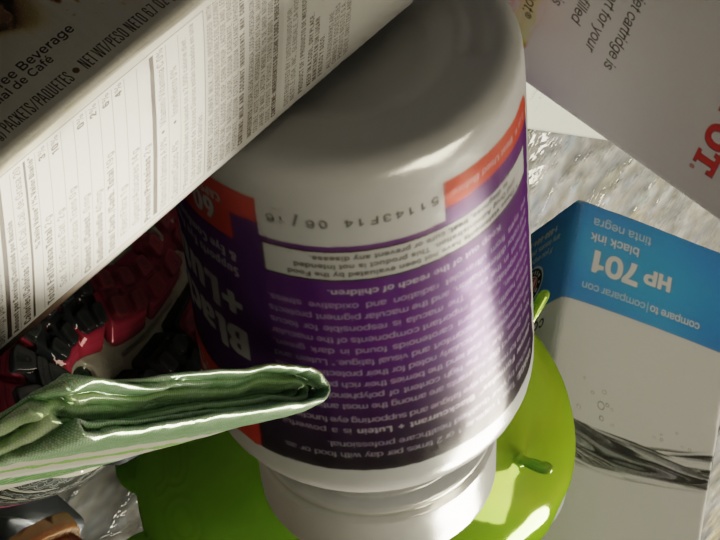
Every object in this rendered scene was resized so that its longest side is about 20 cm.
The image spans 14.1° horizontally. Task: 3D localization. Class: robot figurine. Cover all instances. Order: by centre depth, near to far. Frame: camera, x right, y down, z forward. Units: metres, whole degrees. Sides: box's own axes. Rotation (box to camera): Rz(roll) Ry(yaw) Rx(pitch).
[{"bbox_3d":[-0.004,0.075,1.104,0.200,0.176,0.116,-26,140,36],"label":"robot figurine"}]

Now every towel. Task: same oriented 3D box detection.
[{"bbox_3d":[-0.130,0.057,0.854,0.200,0.023,0.152,-16,174,25],"label":"towel"}]

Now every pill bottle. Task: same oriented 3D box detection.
[{"bbox_3d":[0.000,0.000,0.932,0.111,0.111,0.200,-43,147,-30],"label":"pill bottle"}]

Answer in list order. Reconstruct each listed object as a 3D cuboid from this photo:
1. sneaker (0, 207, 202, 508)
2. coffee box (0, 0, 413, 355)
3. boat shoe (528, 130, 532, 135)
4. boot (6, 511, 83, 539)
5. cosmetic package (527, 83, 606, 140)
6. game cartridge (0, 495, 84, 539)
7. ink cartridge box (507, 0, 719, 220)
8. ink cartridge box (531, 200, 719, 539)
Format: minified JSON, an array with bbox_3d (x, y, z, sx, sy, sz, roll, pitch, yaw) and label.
[{"bbox_3d":[-0.080,0.018,1.025,0.075,0.081,0.200,-33,180,39],"label":"sneaker"},{"bbox_3d":[-0.087,-0.074,0.809,0.200,0.113,0.080,-42,154,-30],"label":"coffee box"},{"bbox_3d":[0.032,-0.015,1.218,0.202,0.060,0.072,-56,160,0],"label":"boat shoe"},{"bbox_3d":[-0.108,0.200,1.002,0.200,0.155,0.077,-57,158,3],"label":"boot"},{"bbox_3d":[0.064,-0.108,1.088,0.081,0.113,0.200,-61,160,14],"label":"cosmetic package"},{"bbox_3d":[-0.182,0.163,1.053,0.200,0.041,0.133,-58,163,4],"label":"game cartridge"},{"bbox_3d":[0.082,-0.131,0.894,0.084,0.200,0.145,-44,164,-39],"label":"ink cartridge box"},{"bbox_3d":[0.077,0.093,1.201,0.146,0.086,0.200,-39,-146,59],"label":"ink cartridge box"}]
